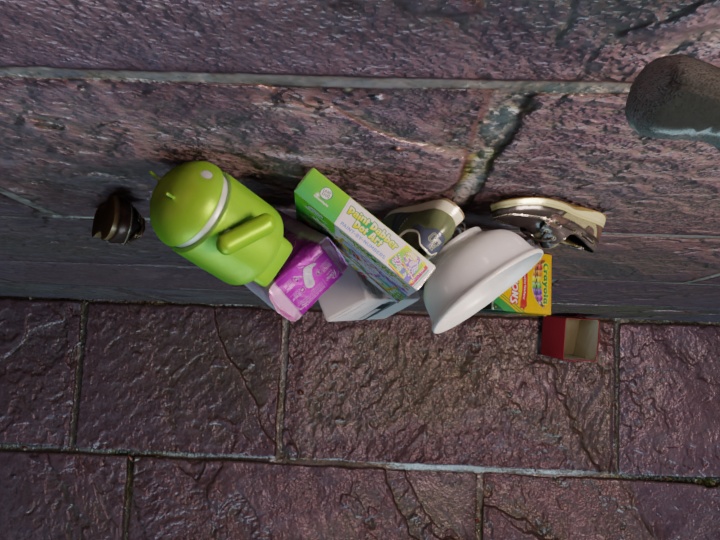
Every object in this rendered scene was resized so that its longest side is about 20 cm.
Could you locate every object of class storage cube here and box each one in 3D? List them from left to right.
[{"bbox_3d":[0.888,0.283,3.104,0.170,0.202,0.180,4,179,-18],"label":"storage cube"}]

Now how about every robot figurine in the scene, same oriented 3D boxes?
[{"bbox_3d":[-0.178,-0.058,0.920,0.200,0.116,0.175,37,180,-41],"label":"robot figurine"}]

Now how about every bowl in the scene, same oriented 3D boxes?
[{"bbox_3d":[0.164,-0.001,1.084,0.200,0.091,0.201,-32,165,-10],"label":"bowl"}]

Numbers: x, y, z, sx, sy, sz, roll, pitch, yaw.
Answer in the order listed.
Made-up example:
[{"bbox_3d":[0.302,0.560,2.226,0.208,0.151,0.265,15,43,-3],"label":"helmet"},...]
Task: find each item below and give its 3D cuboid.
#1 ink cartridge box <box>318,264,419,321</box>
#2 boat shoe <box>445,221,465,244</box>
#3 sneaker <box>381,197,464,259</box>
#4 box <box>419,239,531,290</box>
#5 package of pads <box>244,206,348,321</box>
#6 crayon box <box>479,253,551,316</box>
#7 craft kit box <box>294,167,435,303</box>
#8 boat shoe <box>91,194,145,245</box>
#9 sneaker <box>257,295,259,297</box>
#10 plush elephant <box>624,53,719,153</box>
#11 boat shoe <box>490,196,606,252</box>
[{"bbox_3d":[0.000,0.000,1.197,0.084,0.145,0.200,-29,165,24],"label":"ink cartridge box"},{"bbox_3d":[0.143,-0.043,1.219,0.085,0.075,0.202,4,175,-9],"label":"boat shoe"},{"bbox_3d":[0.067,-0.045,1.094,0.067,0.090,0.200,42,155,-17],"label":"sneaker"},{"bbox_3d":[0.198,-0.011,1.319,0.157,0.051,0.199,-5,-170,40],"label":"box"},{"bbox_3d":[-0.120,-0.017,1.063,0.200,0.121,0.076,31,162,51],"label":"package of pads"},{"bbox_3d":[0.326,0.025,1.491,0.199,0.128,0.051,6,172,-34],"label":"crayon box"},{"bbox_3d":[-0.001,-0.039,0.996,0.200,0.049,0.198,39,169,2],"label":"craft kit box"},{"bbox_3d":[-0.373,-0.076,1.148,0.070,0.071,0.200,13,177,-26],"label":"boat shoe"},{"bbox_3d":[-0.129,0.030,1.466,0.199,0.072,0.083,-17,134,42],"label":"sneaker"},{"bbox_3d":[0.273,-0.117,0.382,0.199,0.165,0.155,33,-142,8],"label":"plush elephant"},{"bbox_3d":[0.273,-0.063,1.048,0.199,0.065,0.073,6,172,-25],"label":"boat shoe"}]
